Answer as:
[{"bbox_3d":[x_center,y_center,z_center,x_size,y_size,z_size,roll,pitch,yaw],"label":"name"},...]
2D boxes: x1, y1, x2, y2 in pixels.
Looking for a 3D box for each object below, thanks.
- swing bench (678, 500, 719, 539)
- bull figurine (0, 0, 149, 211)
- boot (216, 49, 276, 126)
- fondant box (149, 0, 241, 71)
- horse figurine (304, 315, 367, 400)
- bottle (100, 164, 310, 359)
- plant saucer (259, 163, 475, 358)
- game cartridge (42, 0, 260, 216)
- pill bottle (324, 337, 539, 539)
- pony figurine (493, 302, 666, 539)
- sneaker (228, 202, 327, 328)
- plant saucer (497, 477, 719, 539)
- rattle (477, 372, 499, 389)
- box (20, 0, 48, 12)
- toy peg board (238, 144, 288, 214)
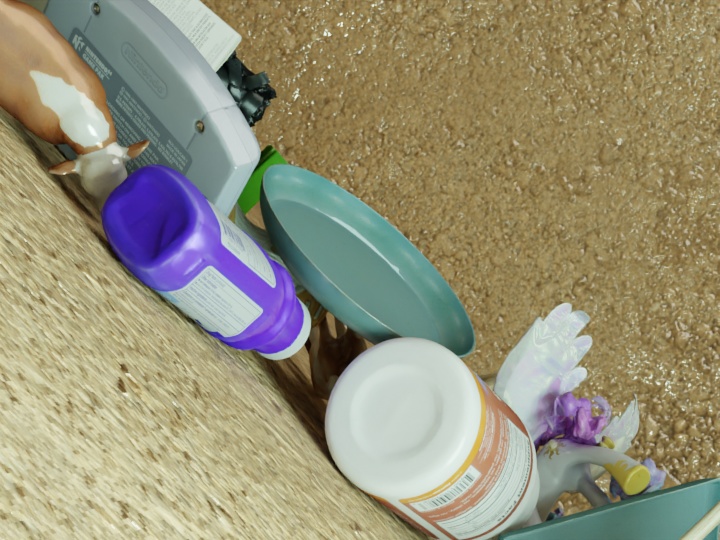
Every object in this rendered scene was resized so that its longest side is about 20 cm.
[{"bbox_3d":[0.237,0.267,1.331,0.200,0.199,0.130,47,2,12],"label":"swing bench"},{"bbox_3d":[-0.215,-0.127,1.365,0.200,0.065,0.121,49,-2,-15],"label":"bull figurine"},{"bbox_3d":[-0.160,-0.192,1.818,0.162,0.074,0.198,40,-2,-21],"label":"boot"},{"bbox_3d":[-0.209,-0.202,1.676,0.200,0.058,0.144,41,-33,-7],"label":"fondant box"},{"bbox_3d":[-0.023,0.058,1.643,0.200,0.050,0.134,168,-91,-81],"label":"horse figurine"},{"bbox_3d":[-0.092,0.003,1.366,0.084,0.065,0.200,49,2,31],"label":"bottle"},{"bbox_3d":[0.000,0.000,1.531,0.200,0.027,0.200,37,18,-14],"label":"plant saucer"},{"bbox_3d":[-0.153,-0.108,1.443,0.040,0.134,0.200,-23,64,-43],"label":"game cartridge"},{"bbox_3d":[0.059,0.129,1.487,0.112,0.112,0.200,48,2,29],"label":"pill bottle"},{"bbox_3d":[0.152,0.151,1.644,0.167,0.193,0.200,53,-7,-32],"label":"pony figurine"},{"bbox_3d":[-0.115,-0.020,1.551,0.200,0.076,0.088,43,-21,-14],"label":"sneaker"},{"bbox_3d":[0.182,0.201,1.547,0.019,0.199,0.070,37,-48,54],"label":"plant saucer"},{"bbox_3d":[0.091,0.168,2.072,0.143,0.130,0.200,57,-26,-7],"label":"rattle"},{"bbox_3d":[-0.247,-0.179,1.578,0.200,0.068,0.082,48,1,-4],"label":"box"},{"bbox_3d":[-0.151,-0.119,1.936,0.199,0.098,0.200,47,-1,-6],"label":"toy peg board"}]
